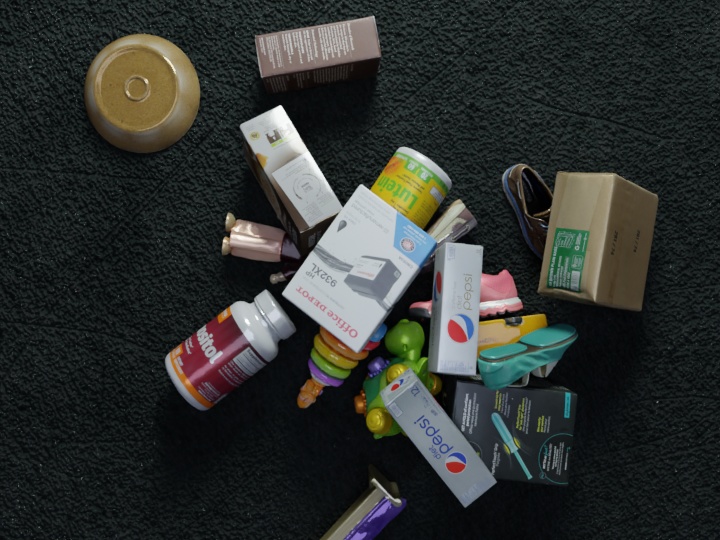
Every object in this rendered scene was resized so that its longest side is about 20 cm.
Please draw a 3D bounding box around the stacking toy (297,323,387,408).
[{"bbox_3d":[-0.049,0.150,1.038,0.109,0.116,0.202,31,100,0],"label":"stacking toy"}]

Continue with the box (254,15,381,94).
[{"bbox_3d":[-0.069,-0.355,1.029,0.196,0.100,0.076,-9,90,-3],"label":"box"}]

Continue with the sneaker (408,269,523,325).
[{"bbox_3d":[0.175,0.044,1.066,0.197,0.074,0.088,-6,77,-7],"label":"sneaker"}]

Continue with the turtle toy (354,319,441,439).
[{"bbox_3d":[0.060,0.182,1.027,0.100,0.145,0.202,23,88,37],"label":"turtle toy"}]

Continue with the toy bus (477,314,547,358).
[{"bbox_3d":[0.218,0.117,1.052,0.196,0.078,0.066,-7,85,-3],"label":"toy bus"}]

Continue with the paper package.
[{"bbox_3d":[0.388,-0.045,1.007,0.189,0.103,0.204,10,90,-43],"label":"paper package"}]

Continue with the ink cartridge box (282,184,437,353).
[{"bbox_3d":[0.000,0.000,0.928,0.144,0.084,0.201,36,89,5],"label":"ink cartridge box"}]

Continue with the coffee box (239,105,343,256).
[{"bbox_3d":[-0.111,-0.141,0.995,0.079,0.115,0.202,-28,77,-12],"label":"coffee box"}]

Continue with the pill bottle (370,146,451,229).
[{"bbox_3d":[0.054,-0.091,1.028,0.110,0.111,0.201,34,88,-2],"label":"pill bottle"}]

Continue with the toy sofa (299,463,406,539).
[{"bbox_3d":[-0.011,0.437,1.040,0.098,0.083,0.200,44,88,-1],"label":"toy sofa"}]

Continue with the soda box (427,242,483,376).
[{"bbox_3d":[0.149,0.062,0.979,0.063,0.068,0.204,7,82,-7],"label":"soda box"}]

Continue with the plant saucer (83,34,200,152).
[{"bbox_3d":[-0.373,-0.303,1.046,0.197,0.035,0.204,0,90,-2],"label":"plant saucer"}]

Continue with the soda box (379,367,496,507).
[{"bbox_3d":[0.113,0.246,0.921,0.063,0.068,0.201,-38,98,0],"label":"soda box"}]

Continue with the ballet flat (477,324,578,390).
[{"bbox_3d":[0.263,0.141,0.978,0.198,0.067,0.072,-14,107,-29],"label":"ballet flat"}]

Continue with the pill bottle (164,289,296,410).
[{"bbox_3d":[-0.209,0.125,1.016,0.199,0.113,0.114,-38,92,-3],"label":"pill bottle"}]

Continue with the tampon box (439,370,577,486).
[{"bbox_3d":[0.235,0.253,1.030,0.196,0.126,0.153,7,91,-2],"label":"tampon box"}]

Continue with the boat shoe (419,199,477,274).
[{"bbox_3d":[0.123,-0.029,1.054,0.065,0.072,0.201,40,82,3],"label":"boat shoe"}]

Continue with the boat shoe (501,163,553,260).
[{"bbox_3d":[0.310,-0.089,1.060,0.072,0.072,0.201,-35,92,-3],"label":"boat shoe"}]

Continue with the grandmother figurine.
[{"bbox_3d":[-0.131,-0.038,1.048,0.196,0.061,0.123,8,98,0],"label":"grandmother figurine"}]
